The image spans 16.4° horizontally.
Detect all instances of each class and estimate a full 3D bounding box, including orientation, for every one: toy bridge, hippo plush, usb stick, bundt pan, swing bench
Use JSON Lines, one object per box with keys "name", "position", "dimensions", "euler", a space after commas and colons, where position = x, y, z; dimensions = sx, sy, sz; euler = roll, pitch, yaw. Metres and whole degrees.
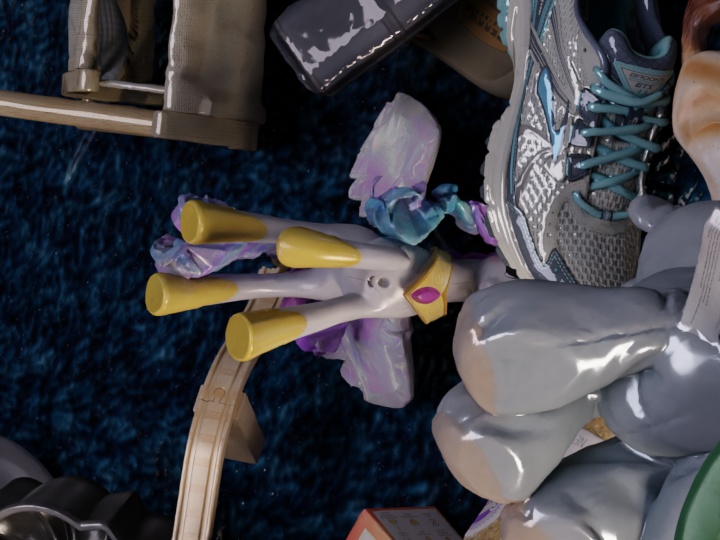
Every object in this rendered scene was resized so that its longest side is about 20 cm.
{"name": "toy bridge", "position": [-0.069, 0.081, 1.319], "dimensions": [0.027, 0.067, 0.200], "euler": [10, 65, 14]}
{"name": "hippo plush", "position": [0.121, 0.025, 1.045], "dimensions": [0.159, 0.161, 0.200], "euler": [22, 120, 0]}
{"name": "usb stick", "position": [0.043, -0.162, 1.254], "dimensions": [0.200, 0.033, 0.055], "euler": [-36, 66, 11]}
{"name": "bundt pan", "position": [-0.159, 0.198, 1.396], "dimensions": [0.202, 0.076, 0.202], "euler": [8, 119, 14]}
{"name": "swing bench", "position": [-0.121, -0.175, 1.407], "dimensions": [0.200, 0.130, 0.199], "euler": [10, 93, 40]}

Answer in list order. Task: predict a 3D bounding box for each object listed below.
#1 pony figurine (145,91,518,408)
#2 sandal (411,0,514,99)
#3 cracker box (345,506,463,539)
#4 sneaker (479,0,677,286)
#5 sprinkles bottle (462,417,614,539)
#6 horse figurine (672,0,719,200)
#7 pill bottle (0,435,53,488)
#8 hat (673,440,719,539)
{"name": "pony figurine", "position": [0.000, 0.000, 1.247], "dimensions": [0.193, 0.200, 0.167], "euler": [22, 109, 60]}
{"name": "sandal", "position": [0.025, -0.152, 1.304], "dimensions": [0.200, 0.054, 0.080], "euler": [38, 113, 40]}
{"name": "cracker box", "position": [0.044, 0.233, 1.250], "dimensions": [0.200, 0.058, 0.134], "euler": [49, 122, 37]}
{"name": "sneaker", "position": [0.109, -0.076, 1.180], "dimensions": [0.086, 0.078, 0.200], "euler": [-21, 69, 57]}
{"name": "sprinkles bottle", "position": [0.084, 0.127, 1.143], "dimensions": [0.068, 0.068, 0.200], "euler": [19, 65, 45]}
{"name": "horse figurine", "position": [0.188, -0.058, 1.135], "dimensions": [0.133, 0.050, 0.200], "euler": [-25, 75, 39]}
{"name": "pill bottle", "position": [-0.275, 0.192, 1.538], "dimensions": [0.200, 0.112, 0.112], "euler": [-41, 59, 36]}
{"name": "hat", "position": [0.216, 0.122, 0.991], "dimensions": [0.200, 0.176, 0.166], "euler": [-18, 82, 19]}
